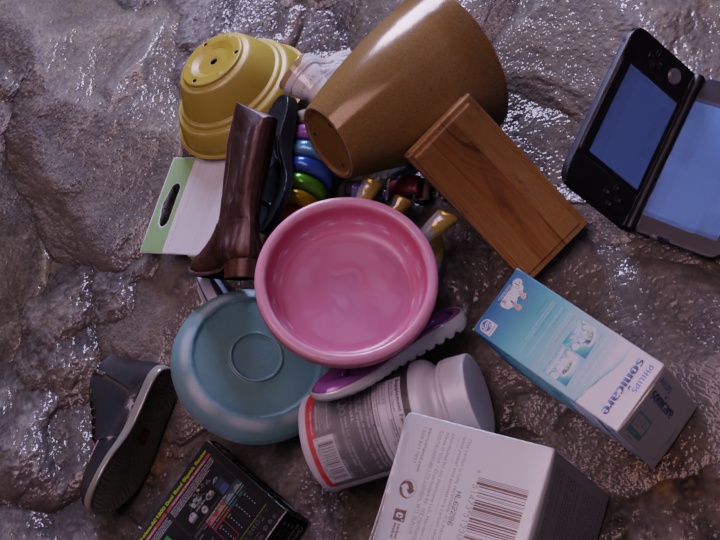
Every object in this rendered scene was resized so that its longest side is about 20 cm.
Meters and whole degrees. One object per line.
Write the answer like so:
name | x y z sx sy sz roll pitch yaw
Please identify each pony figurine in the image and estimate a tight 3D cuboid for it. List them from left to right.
pony figurine | 0.000 0.000 1.641 0.191 0.167 0.202 24 88 11

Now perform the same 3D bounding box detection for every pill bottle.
pill bottle | 0.041 0.165 1.563 0.198 0.114 0.115 -19 61 18

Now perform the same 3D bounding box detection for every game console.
game console | 0.344 -0.142 1.546 0.118 0.170 0.202 10 71 58

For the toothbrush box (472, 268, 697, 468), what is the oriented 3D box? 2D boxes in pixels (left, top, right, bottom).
toothbrush box | 0.235 0.102 1.471 0.199 0.146 0.086 34 86 33

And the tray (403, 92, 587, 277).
tray | 0.153 -0.092 1.588 0.099 0.037 0.200 -44 100 2

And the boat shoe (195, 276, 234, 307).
boat shoe | -0.171 0.094 1.737 0.086 0.074 0.203 -36 66 13

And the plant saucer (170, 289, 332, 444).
plant saucer | -0.124 0.106 1.661 0.198 0.028 0.202 4 60 -8

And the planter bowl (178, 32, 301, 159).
planter bowl | -0.174 -0.249 1.849 0.199 0.084 0.202 -19 46 21

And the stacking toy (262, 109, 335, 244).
stacking toy | -0.074 -0.096 1.741 0.084 0.085 0.202 3 61 28

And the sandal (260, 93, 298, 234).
sandal | -0.117 -0.131 1.720 0.075 0.048 0.202 -39 39 45

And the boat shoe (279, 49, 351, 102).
boat shoe | -0.031 -0.225 1.746 0.069 0.200 0.071 41 113 12

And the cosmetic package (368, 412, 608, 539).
cosmetic package | 0.130 0.263 1.420 0.165 0.200 0.169 10 73 30

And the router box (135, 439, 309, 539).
router box | -0.175 0.322 1.635 0.149 0.062 0.201 35 87 33

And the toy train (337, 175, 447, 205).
toy train | 0.061 -0.099 1.711 0.198 0.046 0.035 -3 67 26

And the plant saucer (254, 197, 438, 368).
plant saucer | -0.015 0.018 1.532 0.198 0.051 0.203 -1 62 1

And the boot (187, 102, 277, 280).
boot | -0.150 -0.090 1.661 0.186 0.064 0.203 -1 86 61

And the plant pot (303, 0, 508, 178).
plant pot | 0.039 -0.196 1.643 0.199 0.187 0.186 -34 53 -20

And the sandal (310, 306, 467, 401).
sandal | 0.024 0.082 1.560 0.201 0.050 0.082 -28 12 -22

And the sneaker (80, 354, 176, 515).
sneaker | -0.310 0.204 1.760 0.105 0.075 0.201 11 64 35

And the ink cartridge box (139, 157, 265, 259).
ink cartridge box | -0.190 -0.077 1.833 0.199 0.048 0.147 1 68 46
